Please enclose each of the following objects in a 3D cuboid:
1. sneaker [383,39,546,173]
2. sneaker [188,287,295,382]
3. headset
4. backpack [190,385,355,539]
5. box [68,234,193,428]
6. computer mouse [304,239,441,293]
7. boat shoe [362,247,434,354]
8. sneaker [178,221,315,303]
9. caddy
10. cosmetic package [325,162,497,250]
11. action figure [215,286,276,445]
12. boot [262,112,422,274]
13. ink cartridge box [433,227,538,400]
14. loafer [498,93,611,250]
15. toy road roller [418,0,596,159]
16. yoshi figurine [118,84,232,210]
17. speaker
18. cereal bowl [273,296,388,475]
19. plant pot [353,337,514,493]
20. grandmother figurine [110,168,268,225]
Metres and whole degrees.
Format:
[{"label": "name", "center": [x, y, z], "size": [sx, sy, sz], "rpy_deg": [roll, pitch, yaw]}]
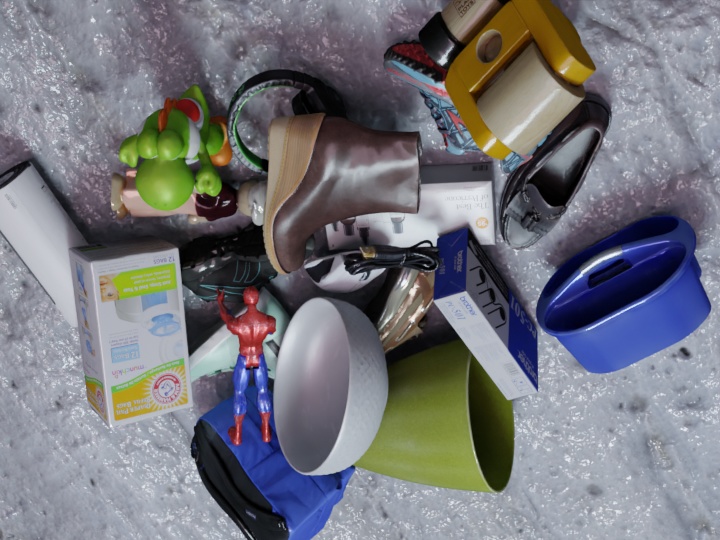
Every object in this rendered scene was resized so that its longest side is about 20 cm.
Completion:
[{"label": "sneaker", "center": [0.103, -0.167, 1.115], "size": [0.197, 0.080, 0.096], "rpy_deg": [28, 124, -7]}, {"label": "sneaker", "center": [-0.156, 0.122, 1.340], "size": [0.199, 0.074, 0.118], "rpy_deg": [-37, 105, 26]}, {"label": "headset", "center": [-0.051, -0.142, 1.148], "size": [0.196, 0.095, 0.125], "rpy_deg": [13, 125, -18]}, {"label": "backpack", "center": [-0.118, 0.253, 1.359], "size": [0.200, 0.167, 0.164], "rpy_deg": [43, 142, 17]}, {"label": "box", "center": [-0.277, 0.071, 1.258], "size": [0.111, 0.101, 0.204], "rpy_deg": [-10, 105, -29]}, {"label": "computer mouse", "center": [0.000, 0.000, 1.191], "size": [0.108, 0.199, 0.045], "rpy_deg": [-7, 88, -27]}, {"label": "boat shoe", "center": [0.047, 0.060, 1.268], "size": [0.071, 0.077, 0.201], "rpy_deg": [19, 130, -13]}, {"label": "sneaker", "center": [-0.135, -0.009, 1.269], "size": [0.197, 0.076, 0.080], "rpy_deg": [-10, 129, 26]}, {"label": "caddy", "center": [0.290, 0.020, 1.159], "size": [0.198, 0.142, 0.105], "rpy_deg": [-31, 115, 24]}, {"label": "cosmetic package", "center": [0.057, -0.072, 1.198], "size": [0.196, 0.051, 0.084], "rpy_deg": [-2, 122, 11]}, {"label": "action figure", "center": [-0.137, 0.098, 1.254], "size": [0.064, 0.099, 0.203], "rpy_deg": [-4, 121, -15]}, {"label": "boot", "center": [-0.019, -0.070, 1.119], "size": [0.163, 0.073, 0.203], "rpy_deg": [9, 127, 8]}, {"label": "ink cartridge box", "center": [0.149, 0.053, 1.202], "size": [0.044, 0.095, 0.201], "rpy_deg": [-17, 134, 26]}, {"label": "loafer", "center": [0.209, -0.099, 1.146], "size": [0.071, 0.063, 0.202], "rpy_deg": [25, 122, -6]}, {"label": "toy road roller", "center": [0.164, -0.205, 1.022], "size": [0.144, 0.202, 0.123], "rpy_deg": [13, 134, -43]}, {"label": "yoshi figurine", "center": [-0.199, -0.120, 1.117], "size": [0.111, 0.200, 0.113], "rpy_deg": [-30, 99, 11]}, {"label": "speaker", "center": [-0.382, -0.030, 1.287], "size": [0.080, 0.082, 0.202], "rpy_deg": [-21, 116, 21]}, {"label": "cereal bowl", "center": [-0.026, 0.136, 1.215], "size": [0.082, 0.202, 0.202], "rpy_deg": [9, 128, -30]}, {"label": "plant pot", "center": [0.070, 0.182, 1.286], "size": [0.196, 0.188, 0.190], "rpy_deg": [-8, 120, 24]}, {"label": "grandmother figurine", "center": [-0.189, -0.086, 1.220], "size": [0.195, 0.121, 0.062], "rpy_deg": [2, 84, -2]}]
